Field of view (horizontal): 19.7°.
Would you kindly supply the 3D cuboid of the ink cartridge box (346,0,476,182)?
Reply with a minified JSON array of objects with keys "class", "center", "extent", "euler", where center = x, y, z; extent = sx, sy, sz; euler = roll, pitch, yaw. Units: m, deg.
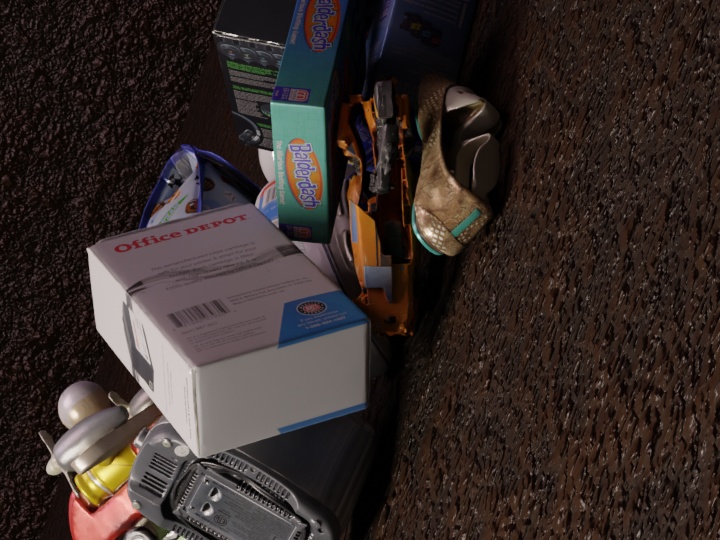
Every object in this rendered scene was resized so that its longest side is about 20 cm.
[{"class":"ink cartridge box","center":[0.033,-0.165,1.807],"extent":[0.136,0.076,0.200],"euler":[148,137,-72]}]

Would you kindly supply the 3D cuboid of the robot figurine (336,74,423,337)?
[{"class":"robot figurine","center":[0.016,-0.050,1.590],"extent":[0.145,0.058,0.200],"euler":[43,-136,-85]}]

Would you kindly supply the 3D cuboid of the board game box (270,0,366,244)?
[{"class":"board game box","center":[-0.030,-0.145,1.639],"extent":[0.152,0.045,0.200],"euler":[89,-170,-49]}]

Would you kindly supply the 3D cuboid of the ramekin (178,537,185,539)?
[{"class":"ramekin","center":[-0.110,0.267,1.773],"extent":[0.200,0.098,0.200],"euler":[-162,90,-78]}]

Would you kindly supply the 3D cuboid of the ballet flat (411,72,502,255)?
[{"class":"ballet flat","center":[0.078,-0.090,1.557],"extent":[0.065,0.070,0.200],"euler":[-33,35,28]}]

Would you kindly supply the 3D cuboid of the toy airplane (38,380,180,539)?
[{"class":"toy airplane","center":[-0.187,0.128,1.740],"extent":[0.199,0.141,0.200],"euler":[-55,-12,-28]}]

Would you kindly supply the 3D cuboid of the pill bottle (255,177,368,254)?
[{"class":"pill bottle","center":[-0.049,0.015,1.827],"extent":[0.112,0.112,0.200],"euler":[119,164,-44]}]

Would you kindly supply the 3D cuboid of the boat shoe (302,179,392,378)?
[{"class":"boat shoe","center":[0.000,0.000,1.716],"extent":[0.071,0.070,0.200],"euler":[62,-176,-47]}]

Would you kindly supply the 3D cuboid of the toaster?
[{"class":"toaster","center":[-0.072,0.155,1.603],"extent":[0.114,0.200,0.129],"euler":[-63,-2,41]}]

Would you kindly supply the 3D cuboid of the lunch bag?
[{"class":"lunch bag","center":[-0.128,-0.024,2.062],"extent":[0.124,0.170,0.200],"euler":[-40,25,22]}]

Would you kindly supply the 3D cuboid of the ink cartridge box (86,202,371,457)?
[{"class":"ink cartridge box","center":[-0.101,0.041,1.569],"extent":[0.200,0.145,0.084],"euler":[44,142,49]}]

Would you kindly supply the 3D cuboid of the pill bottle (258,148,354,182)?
[{"class":"pill bottle","center":[-0.047,-0.133,2.033],"extent":[0.200,0.111,0.111],"euler":[-103,33,-67]}]

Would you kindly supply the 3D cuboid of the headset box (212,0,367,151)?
[{"class":"headset box","center":[-0.055,-0.225,1.845],"extent":[0.200,0.093,0.174],"euler":[81,-156,-63]}]
